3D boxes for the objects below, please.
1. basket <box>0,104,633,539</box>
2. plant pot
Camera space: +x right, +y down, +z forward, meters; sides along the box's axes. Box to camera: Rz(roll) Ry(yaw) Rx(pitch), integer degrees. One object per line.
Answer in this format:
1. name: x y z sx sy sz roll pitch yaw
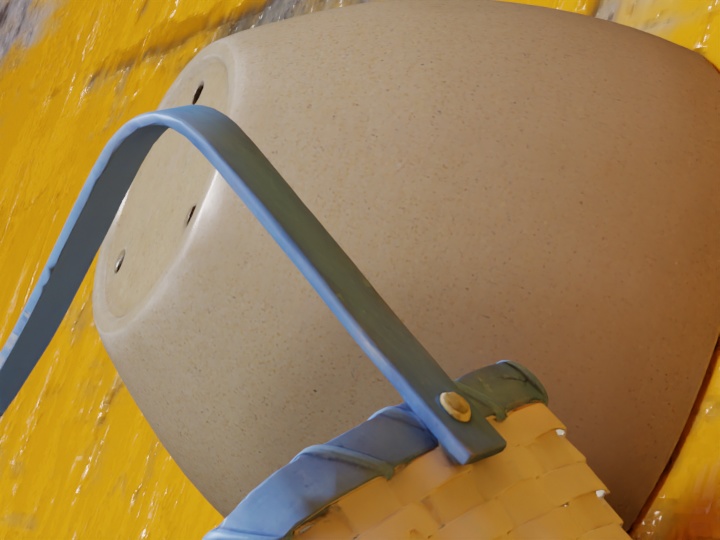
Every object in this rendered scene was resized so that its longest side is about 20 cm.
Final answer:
1. basket: -0.024 0.080 0.648 0.200 0.139 0.176 46 124 22
2. plant pot: 0.000 0.000 0.768 0.200 0.134 0.200 -53 24 36
